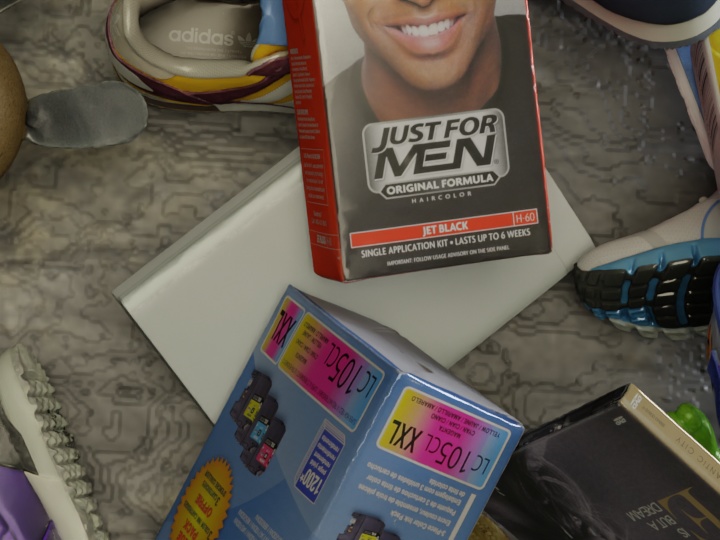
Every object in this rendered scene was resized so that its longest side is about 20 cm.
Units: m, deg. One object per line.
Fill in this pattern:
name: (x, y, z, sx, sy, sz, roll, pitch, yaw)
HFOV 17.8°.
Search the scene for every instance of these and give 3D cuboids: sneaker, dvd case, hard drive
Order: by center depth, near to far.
dvd case: (0.146, 0.135, 0.985, 0.200, 0.149, 0.016, 41, 60, -8)
sneaker: (-0.166, 0.144, 1.071, 0.099, 0.070, 0.200, -20, 83, 1)
sneaker: (0.081, -0.175, 1.078, 0.200, 0.082, 0.070, 22, 61, 24)
sneaker: (-0.020, -0.110, 1.089, 0.200, 0.090, 0.075, -5, 85, -5)
hard drive: (0.000, 0.000, 1.090, 0.200, 0.026, 0.132, -38, 113, -7)
sneaker: (0.197, -0.027, 1.120, 0.200, 0.075, 0.087, -12, 60, -3)

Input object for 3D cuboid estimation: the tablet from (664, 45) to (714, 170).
tablet: (0.199, -0.151, 1.126, 0.130, 0.014, 0.200, -16, 70, -6)

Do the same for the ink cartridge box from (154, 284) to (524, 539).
ink cartridge box: (-0.026, 0.123, 1.022, 0.076, 0.136, 0.200, 23, 95, -27)

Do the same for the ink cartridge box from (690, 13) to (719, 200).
ink cartridge box: (0.262, -0.039, 1.030, 0.200, 0.047, 0.198, -6, 53, 1)

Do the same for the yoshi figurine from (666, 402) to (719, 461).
yoshi figurine: (0.175, 0.117, 1.071, 0.200, 0.112, 0.112, -14, 95, 3)

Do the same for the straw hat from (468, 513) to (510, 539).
straw hat: (0.036, 0.209, 1.064, 0.085, 0.201, 0.201, 24, 81, -43)

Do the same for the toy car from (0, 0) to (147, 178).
toy car: (-0.206, -0.061, 1.047, 0.200, 0.158, 0.164, -32, 78, -16)

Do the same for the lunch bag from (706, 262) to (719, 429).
lunch bag: (0.236, 0.073, 1.022, 0.160, 0.076, 0.200, -6, 56, -5)

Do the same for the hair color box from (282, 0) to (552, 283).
hair color box: (0.021, -0.101, 1.030, 0.101, 0.061, 0.200, -8, 95, -13)
